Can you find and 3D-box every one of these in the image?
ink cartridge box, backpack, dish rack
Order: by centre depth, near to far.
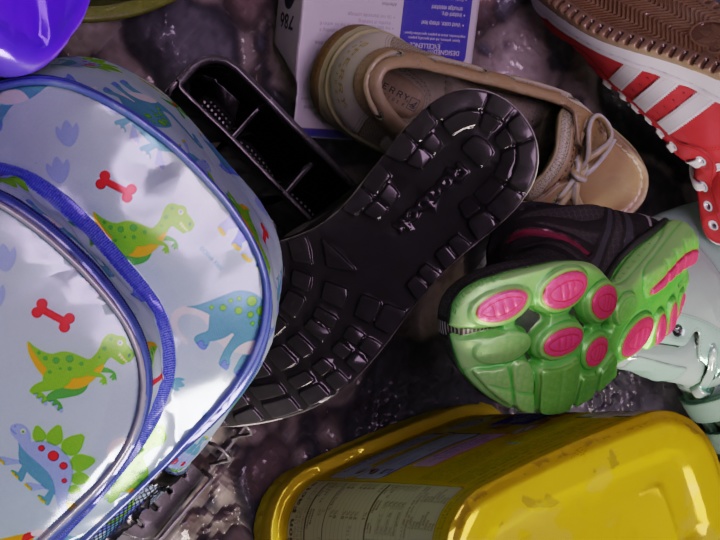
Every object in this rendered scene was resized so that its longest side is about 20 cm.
[{"bbox_3d":[-0.134,0.021,0.757,0.200,0.147,0.183,-44,95,7],"label":"backpack"},{"bbox_3d":[-0.086,0.019,0.879,0.153,0.055,0.200,45,70,-15],"label":"dish rack"},{"bbox_3d":[0.013,-0.164,0.930,0.099,0.039,0.200,2,102,-26],"label":"ink cartridge box"}]

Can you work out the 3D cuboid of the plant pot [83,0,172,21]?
[{"bbox_3d":[-0.100,-0.205,0.787,0.200,0.190,0.200,-3,98,-19],"label":"plant pot"}]

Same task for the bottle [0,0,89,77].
[{"bbox_3d":[-0.196,-0.125,0.758,0.065,0.200,0.084,-58,135,-19],"label":"bottle"}]

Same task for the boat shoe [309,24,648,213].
[{"bbox_3d":[0.070,-0.064,0.925,0.200,0.063,0.073,25,91,-31],"label":"boat shoe"}]

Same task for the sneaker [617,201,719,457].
[{"bbox_3d":[0.174,0.066,0.984,0.118,0.074,0.201,-10,81,-32],"label":"sneaker"}]

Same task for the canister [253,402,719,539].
[{"bbox_3d":[0.055,0.116,0.856,0.148,0.200,0.087,-20,94,-25],"label":"canister"}]

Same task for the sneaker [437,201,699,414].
[{"bbox_3d":[0.085,0.012,0.868,0.200,0.084,0.077,-14,119,-57],"label":"sneaker"}]

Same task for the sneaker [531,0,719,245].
[{"bbox_3d":[0.170,-0.085,0.973,0.071,0.200,0.113,-38,142,-27],"label":"sneaker"}]

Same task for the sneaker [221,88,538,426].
[{"bbox_3d":[0.000,0.000,0.853,0.200,0.088,0.076,-37,88,5],"label":"sneaker"}]
